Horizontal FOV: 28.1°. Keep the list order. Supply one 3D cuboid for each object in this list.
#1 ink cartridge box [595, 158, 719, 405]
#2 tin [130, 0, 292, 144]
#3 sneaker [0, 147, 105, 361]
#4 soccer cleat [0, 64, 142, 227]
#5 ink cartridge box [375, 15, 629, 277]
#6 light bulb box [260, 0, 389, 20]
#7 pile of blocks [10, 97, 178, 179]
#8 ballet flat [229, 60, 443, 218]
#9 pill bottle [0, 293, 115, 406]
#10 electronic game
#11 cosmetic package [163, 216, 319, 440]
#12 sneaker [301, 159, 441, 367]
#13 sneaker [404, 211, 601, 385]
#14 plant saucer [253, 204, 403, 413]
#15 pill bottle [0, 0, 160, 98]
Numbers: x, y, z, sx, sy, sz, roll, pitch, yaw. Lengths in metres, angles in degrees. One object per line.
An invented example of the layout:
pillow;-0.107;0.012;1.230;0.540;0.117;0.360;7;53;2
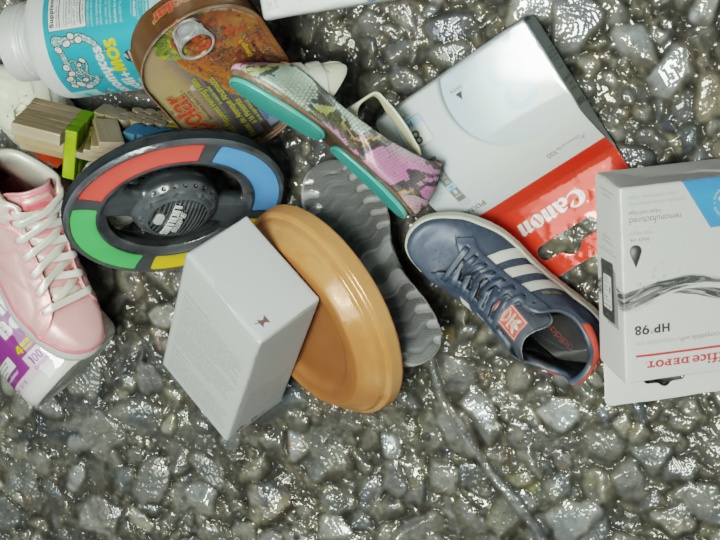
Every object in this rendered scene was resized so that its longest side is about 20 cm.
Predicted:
ink cartridge box;0.256;0.019;1.165;0.114;0.067;0.203;-7;105;-8
tin;-0.118;-0.165;1.192;0.111;0.200;0.042;-35;62;2
sneaker;-0.287;-0.019;1.285;0.202;0.075;0.105;59;147;6
soccer cleat;-0.282;-0.117;1.329;0.200;0.078;0.069;42;114;3
ink cartridge box;0.130;-0.086;1.212;0.159;0.047;0.201;-32;92;25
light bulb box;0.016;-0.316;1.141;0.197;0.125;0.201;-6;103;21
pile of blocks;-0.210;-0.104;1.274;0.197;0.082;0.063;1;122;-16
ballet flat;-0.014;-0.125;1.186;0.199;0.069;0.072;37;83;-13
pill bottle;-0.337;0.021;1.371;0.200;0.112;0.112;46;115;1
electronic game;-0.162;-0.058;1.256;0.199;0.199;0.042;-30;58;24
cosmetic package;-0.109;0.055;1.262;0.102;0.071;0.201;48;151;14
sneaker;0.000;0.000;1.269;0.074;0.082;0.202;-22;79;-14
sneaker;0.123;0.025;1.209;0.198;0.085;0.075;31;119;-3
plant saucer;-0.041;0.040;1.253;0.200;0.037;0.202;39;146;33
pill bottle;-0.217;-0.212;1.261;0.197;0.111;0.112;-5;104;21
